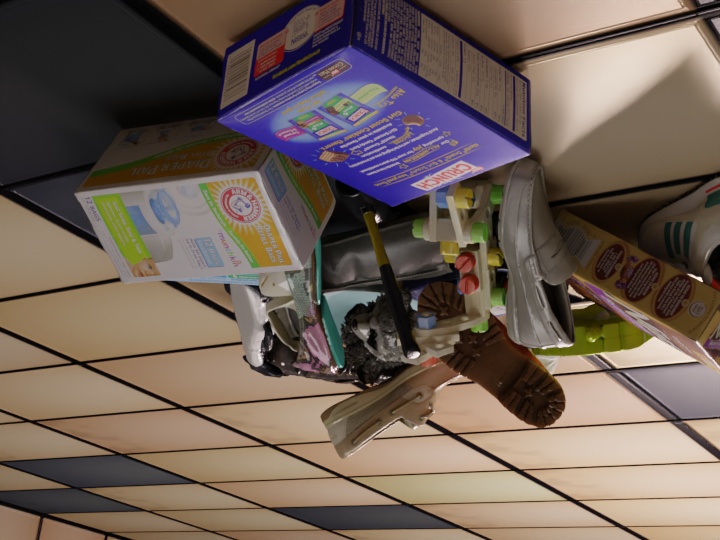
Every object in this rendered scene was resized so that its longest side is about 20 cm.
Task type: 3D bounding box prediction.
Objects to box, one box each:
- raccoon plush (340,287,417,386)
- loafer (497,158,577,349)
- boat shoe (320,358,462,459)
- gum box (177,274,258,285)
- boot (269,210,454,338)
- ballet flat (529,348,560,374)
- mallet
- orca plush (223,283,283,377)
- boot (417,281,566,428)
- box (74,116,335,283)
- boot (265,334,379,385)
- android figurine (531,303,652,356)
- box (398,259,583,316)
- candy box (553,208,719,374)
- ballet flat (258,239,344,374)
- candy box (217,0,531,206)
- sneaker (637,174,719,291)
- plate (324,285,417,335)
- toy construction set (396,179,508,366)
[{"bbox_3d":[0.068,0.059,1.397,0.198,0.098,0.134,-15,171,-35],"label":"raccoon plush"},{"bbox_3d":[0.172,-0.013,1.156,0.069,0.070,0.202,9,129,27],"label":"loafer"},{"bbox_3d":[0.054,0.150,1.394,0.198,0.066,0.072,-25,167,-6],"label":"boat shoe"},{"bbox_3d":[-0.153,-0.041,1.307,0.167,0.045,0.200,3,159,6],"label":"gum box"},{"bbox_3d":[0.001,0.002,1.294,0.197,0.074,0.182,-16,158,-1],"label":"boot"},{"bbox_3d":[0.224,0.113,1.547,0.072,0.074,0.200,8,158,-4],"label":"ballet flat"},{"bbox_3d":[0.025,-0.005,1.153,0.041,0.202,0.066,-23,157,11],"label":"mallet"},{"bbox_3d":[-0.109,0.055,1.493,0.070,0.105,0.202,-28,135,-20],"label":"orca plush"},{"bbox_3d":[0.140,0.087,1.350,0.200,0.075,0.107,44,-171,-4],"label":"boot"},{"bbox_3d":[-0.139,-0.067,1.111,0.197,0.102,0.113,-4,128,25],"label":"box"},{"bbox_3d":[-0.013,0.119,1.593,0.172,0.070,0.199,6,173,41],"label":"boot"},{"bbox_3d":[0.259,0.060,1.338,0.180,0.042,0.199,-5,-177,30],"label":"android figurine"},{"bbox_3d":[0.143,0.016,1.355,0.120,0.033,0.199,20,163,-29],"label":"box"},{"bbox_3d":[0.278,0.022,1.192,0.199,0.057,0.116,31,177,40],"label":"candy box"},{"bbox_3d":[-0.062,0.027,1.206,0.070,0.070,0.202,-6,129,4],"label":"ballet flat"},{"bbox_3d":[0.013,-0.137,0.978,0.199,0.078,0.168,25,151,-36],"label":"candy box"},{"bbox_3d":[0.323,-0.017,1.160,0.069,0.095,0.200,13,157,-15],"label":"sneaker"},{"bbox_3d":[0.023,0.051,1.512,0.197,0.026,0.201,6,159,2],"label":"plate"},{"bbox_3d":[0.096,-0.003,1.169,0.091,0.203,0.131,17,-155,19],"label":"toy construction set"}]
